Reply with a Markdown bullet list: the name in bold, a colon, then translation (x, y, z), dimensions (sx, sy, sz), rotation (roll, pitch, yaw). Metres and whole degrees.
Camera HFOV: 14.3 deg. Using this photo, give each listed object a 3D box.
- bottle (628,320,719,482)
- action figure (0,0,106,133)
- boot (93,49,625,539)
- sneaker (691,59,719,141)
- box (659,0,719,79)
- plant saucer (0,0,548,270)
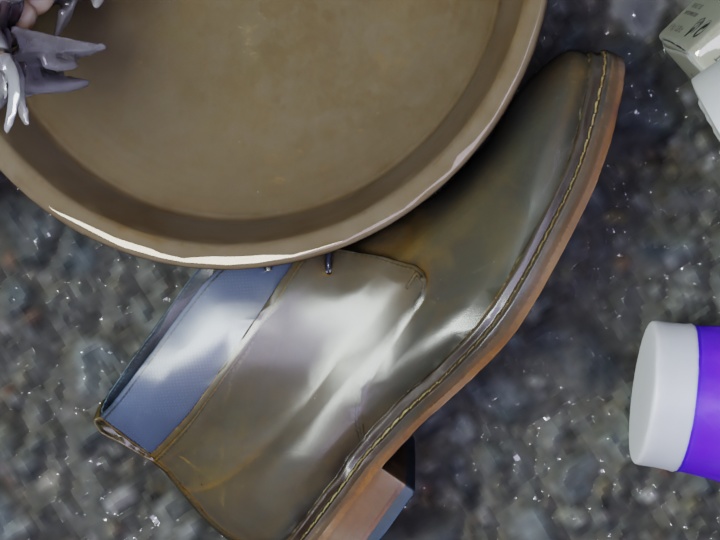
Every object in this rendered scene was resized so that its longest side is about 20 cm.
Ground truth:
- **bottle**: translation (0.188, 0.052, 0.924), dimensions (0.199, 0.065, 0.084), rotation (8, 95, -3)
- **action figure**: translation (-0.130, -0.125, 0.833), dimensions (0.069, 0.130, 0.201), rotation (-29, 65, 20)
- **boot**: translation (0.000, 0.000, 0.907), dimensions (0.097, 0.075, 0.201), rotation (30, 97, -8)
- **sneaker**: translation (0.181, 0.010, 0.845), dimensions (0.079, 0.078, 0.201), rotation (-31, 97, 8)
- **box**: translation (0.194, -0.111, 0.901), dimensions (0.200, 0.068, 0.082), rotation (-45, 97, 4)
- **plant saucer**: translation (-0.038, -0.099, 0.892), dimensions (0.199, 0.029, 0.201), rotation (-1, 83, 8)
